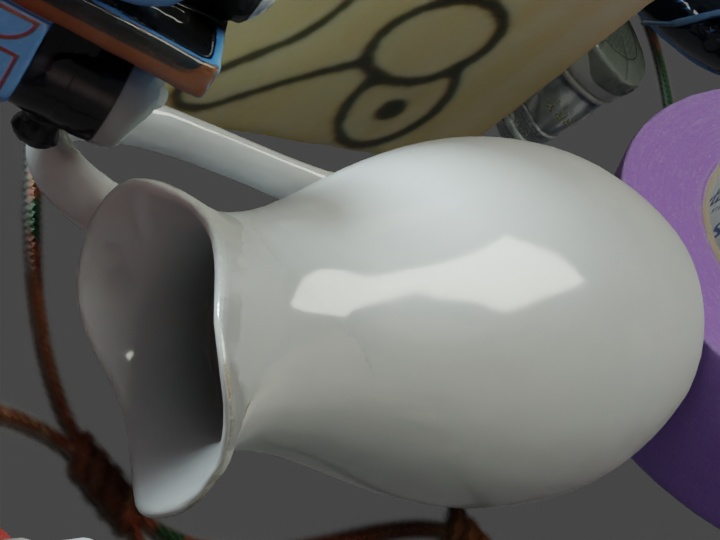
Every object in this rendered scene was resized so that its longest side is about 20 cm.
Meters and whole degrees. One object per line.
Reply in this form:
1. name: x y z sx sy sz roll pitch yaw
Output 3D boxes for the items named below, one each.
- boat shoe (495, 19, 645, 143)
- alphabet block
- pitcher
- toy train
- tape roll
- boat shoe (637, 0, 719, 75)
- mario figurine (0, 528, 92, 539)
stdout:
1. boat shoe: 0.048 -0.147 0.960 0.074 0.065 0.202 6 54 -59
2. alphabet block: 0.005 -0.176 0.817 0.195 0.200 0.197 9 54 -45
3. pitcher: 0.000 0.000 0.749 0.200 0.121 0.172 -1 45 -36
4. toy train: -0.122 -0.109 0.670 0.200 0.114 0.087 27 29 -15
5. tape roll: 0.178 0.020 0.850 0.200 0.066 0.200 13 40 -11
6. boat shoe: 0.193 -0.102 0.935 0.200 0.069 0.084 29 81 -5
7. mario figurine: -0.125 0.043 0.564 0.123 0.106 0.200 61 23 -58
